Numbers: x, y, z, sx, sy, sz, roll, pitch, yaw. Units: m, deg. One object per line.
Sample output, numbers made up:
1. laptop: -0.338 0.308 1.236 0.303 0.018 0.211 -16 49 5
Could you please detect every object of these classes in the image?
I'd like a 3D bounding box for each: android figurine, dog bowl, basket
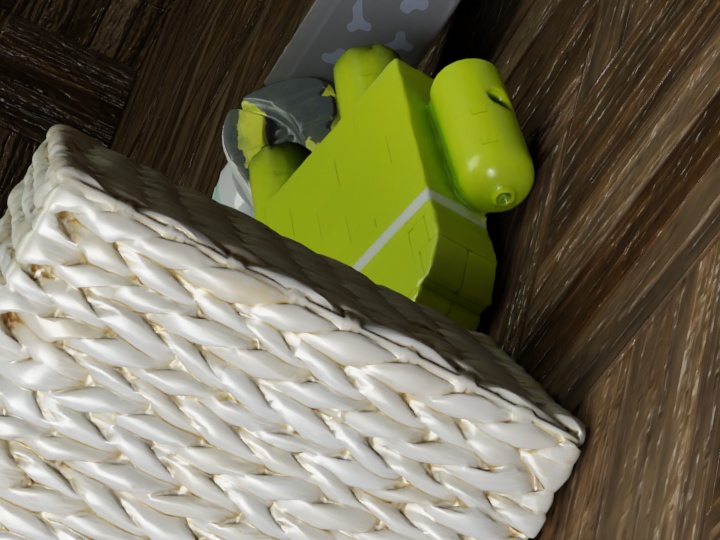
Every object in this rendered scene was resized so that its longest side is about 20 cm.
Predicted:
1. android figurine: 0.000 0.000 1.123 0.182 0.041 0.200 -48 33 25
2. dog bowl: 0.026 -0.155 1.365 0.201 0.059 0.200 -58 3 6
3. basket: -0.057 0.066 0.920 0.161 0.199 0.198 -63 9 4

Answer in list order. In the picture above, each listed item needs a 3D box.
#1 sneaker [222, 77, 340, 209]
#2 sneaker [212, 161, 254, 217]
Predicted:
1. sneaker: -0.010 -0.001 1.266 0.074 0.085 0.201 -19 45 12
2. sneaker: -0.060 0.001 1.493 0.118 0.074 0.200 -59 0 6
